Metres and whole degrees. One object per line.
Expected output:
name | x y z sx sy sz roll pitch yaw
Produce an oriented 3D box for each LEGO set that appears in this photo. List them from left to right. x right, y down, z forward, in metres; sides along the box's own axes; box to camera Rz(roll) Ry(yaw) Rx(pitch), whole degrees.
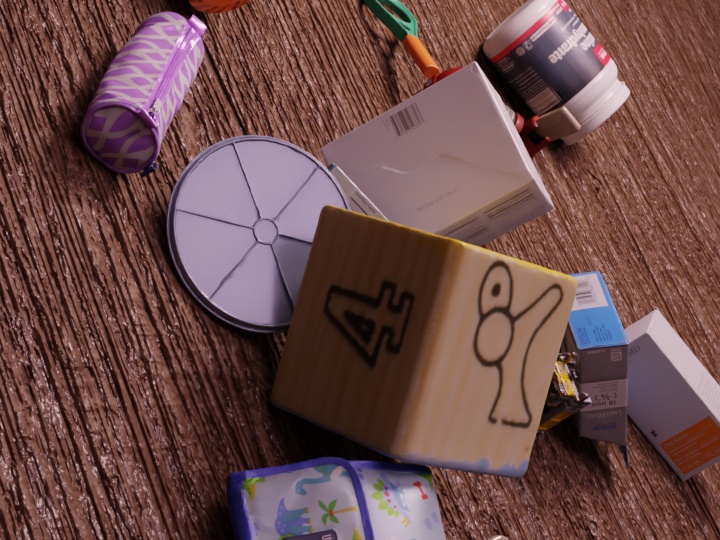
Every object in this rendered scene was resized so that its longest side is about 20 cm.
LEGO set | 0.175 0.099 1.655 0.153 0.116 0.201 21 44 -41

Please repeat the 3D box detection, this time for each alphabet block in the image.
alphabet block | 0.060 0.068 1.391 0.194 0.195 0.202 16 90 -46

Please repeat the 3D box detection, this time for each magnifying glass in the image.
magnifying glass | 0.059 -0.318 1.947 0.079 0.022 0.201 21 30 -37

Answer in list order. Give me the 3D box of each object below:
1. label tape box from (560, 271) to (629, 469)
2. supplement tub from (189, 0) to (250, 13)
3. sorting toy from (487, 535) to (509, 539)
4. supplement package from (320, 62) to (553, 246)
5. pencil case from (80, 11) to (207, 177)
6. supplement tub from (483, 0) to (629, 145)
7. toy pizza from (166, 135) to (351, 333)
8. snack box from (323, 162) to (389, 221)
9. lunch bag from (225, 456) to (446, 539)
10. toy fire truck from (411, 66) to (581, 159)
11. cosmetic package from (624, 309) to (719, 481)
label tape box | 0.279 0.126 1.771 0.145 0.063 0.201 -99 -178 -55
supplement tub | -0.182 -0.402 1.665 0.122 0.122 0.201 4 56 -51
sorting toy | 0.144 0.363 1.295 0.200 0.036 0.186 -66 139 -62
supplement package | 0.085 -0.103 1.620 0.157 0.199 0.111 67 12 21
pencil case | -0.213 -0.180 1.449 0.084 0.085 0.201 38 34 -20
supplement tub | 0.291 -0.302 2.171 0.200 0.140 0.140 49 32 -7
toy pizza | -0.098 -0.035 1.448 0.198 0.032 0.202 6 74 -22
snack box | 0.000 0.000 1.526 0.200 0.116 0.037 46 0 -12
lunch bag | -0.019 0.257 1.259 0.199 0.127 0.171 9 54 -34
toy fire truck | 0.174 -0.185 1.850 0.176 0.200 0.129 38 34 -23
cosmetic package | 0.405 0.164 1.912 0.200 0.101 0.071 50 33 -5
